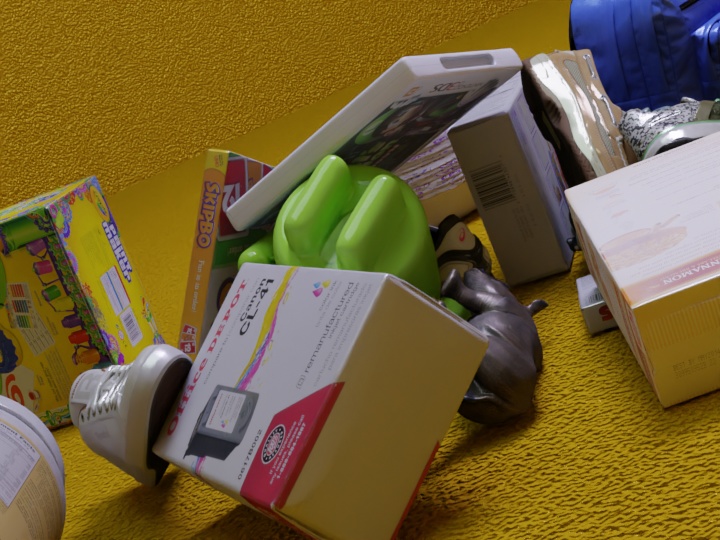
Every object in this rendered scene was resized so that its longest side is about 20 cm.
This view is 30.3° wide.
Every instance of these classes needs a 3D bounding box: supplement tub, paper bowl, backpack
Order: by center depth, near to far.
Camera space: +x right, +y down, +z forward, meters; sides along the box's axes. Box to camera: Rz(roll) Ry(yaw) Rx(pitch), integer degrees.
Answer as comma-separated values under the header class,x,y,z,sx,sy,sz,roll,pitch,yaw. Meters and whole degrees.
class,x,y,z,sx,sy,sz,roll,pitch,yaw
supplement tub,-0.267,0.167,0.834,0.144,0.146,0.200,-20,13,5
backpack,0.298,-0.199,1.255,0.167,0.202,0.162,-12,16,37
paper bowl,0.065,-0.106,1.468,0.199,0.105,0.201,-21,14,5

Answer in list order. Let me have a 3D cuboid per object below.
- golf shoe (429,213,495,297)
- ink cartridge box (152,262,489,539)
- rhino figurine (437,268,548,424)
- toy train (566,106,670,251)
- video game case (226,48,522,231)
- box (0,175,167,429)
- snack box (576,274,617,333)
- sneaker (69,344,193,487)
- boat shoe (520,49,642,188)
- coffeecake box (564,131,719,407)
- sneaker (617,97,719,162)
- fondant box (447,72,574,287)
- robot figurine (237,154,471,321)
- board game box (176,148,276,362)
class,x,y,z,sx,sy,sz,roll,pitch,yaw
golf shoe,0.040,-0.005,1.142,0.072,0.093,0.199,-33,16,-35
ink cartridge box,-0.032,0.078,0.807,0.199,0.085,0.149,5,66,60
rhino figurine,0.086,0.044,0.909,0.060,0.087,0.200,-59,-2,22
toy train,0.230,-0.068,1.127,0.113,0.086,0.200,-31,12,22
video game case,0.014,-0.102,1.033,0.200,0.023,0.181,-37,-10,32
box,-0.319,0.043,1.284,0.191,0.202,0.122,-17,14,16
snack box,0.253,-0.006,0.950,0.198,0.024,0.072,-19,13,11
sneaker,-0.167,0.095,0.918,0.073,0.084,0.200,-61,-2,-28
boat shoe,0.191,-0.100,1.027,0.076,0.201,0.072,-18,-31,-3
coffeecake box,0.229,-0.014,0.848,0.152,0.074,0.200,-20,23,5
sneaker,0.279,-0.108,0.998,0.198,0.077,0.089,-7,44,-26
fondant box,0.143,-0.088,1.183,0.058,0.145,0.200,-19,13,20
robot figurine,0.000,0.000,0.999,0.174,0.200,0.116,21,67,18
board game box,-0.101,0.013,1.053,0.030,0.202,0.095,9,-2,31
